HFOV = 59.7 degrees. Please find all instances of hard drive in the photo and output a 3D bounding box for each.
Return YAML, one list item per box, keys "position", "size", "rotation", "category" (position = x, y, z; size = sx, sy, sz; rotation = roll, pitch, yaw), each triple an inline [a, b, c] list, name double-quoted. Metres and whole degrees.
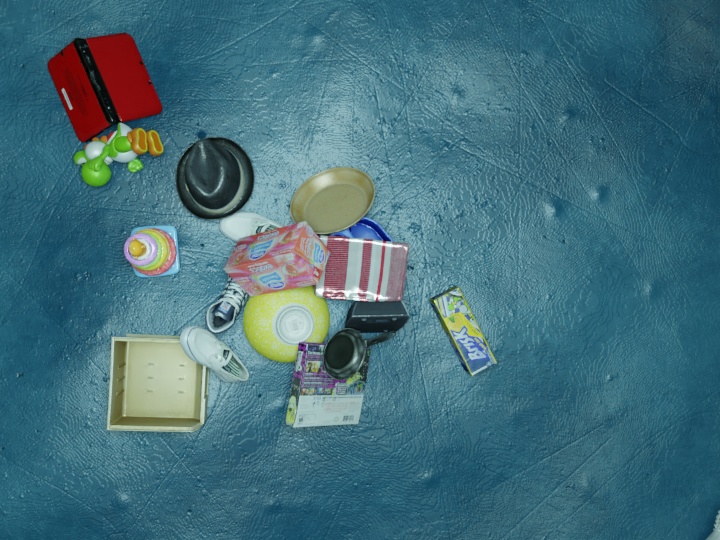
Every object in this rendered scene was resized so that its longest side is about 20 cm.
- position: [0.033, 0.105, 1.389]
  size: [0.134, 0.200, 0.042]
  rotation: [-1, 75, -5]
  category: "hard drive"

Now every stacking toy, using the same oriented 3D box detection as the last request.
- position: [-0.462, -0.043, 1.342]
  size: [0.109, 0.200, 0.116]
  rotation: [-5, 91, -5]
  category: "stacking toy"

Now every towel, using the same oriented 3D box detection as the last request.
- position: [0.000, 0.000, 1.374]
  size: [0.199, 0.023, 0.144]
  rotation: [6, 108, 1]
  category: "towel"

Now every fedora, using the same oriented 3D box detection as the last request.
- position: [-0.331, -0.217, 1.388]
  size: [0.200, 0.092, 0.201]
  rotation: [0, 78, 1]
  category: "fedora"

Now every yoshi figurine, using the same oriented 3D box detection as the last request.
- position: [-0.539, -0.242, 1.380]
  size: [0.199, 0.112, 0.113]
  rotation: [-12, 133, 20]
  category: "yoshi figurine"

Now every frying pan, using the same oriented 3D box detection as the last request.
- position: [-0.012, 0.158, 1.382]
  size: [0.190, 0.031, 0.115]
  rotation: [-43, 121, -24]
  category: "frying pan"

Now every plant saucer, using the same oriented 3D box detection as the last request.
- position: [-0.060, -0.151, 1.416]
  size: [0.200, 0.035, 0.201]
  rotation: [-9, 52, 12]
  category: "plant saucer"

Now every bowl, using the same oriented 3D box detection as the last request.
- position: [-0.155, 0.116, 1.396]
  size: [0.200, 0.108, 0.201]
  rotation: [-1, 94, -17]
  category: "bowl"

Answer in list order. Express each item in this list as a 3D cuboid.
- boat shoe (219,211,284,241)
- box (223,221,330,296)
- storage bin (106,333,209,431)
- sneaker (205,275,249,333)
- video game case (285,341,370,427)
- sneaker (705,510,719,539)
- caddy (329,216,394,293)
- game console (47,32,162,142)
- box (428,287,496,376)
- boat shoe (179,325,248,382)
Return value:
- position: [-0.221, -0.091, 1.422]
  size: [0.199, 0.067, 0.074]
  rotation: [10, 89, -5]
  category: "boat shoe"
- position: [-0.179, -0.021, 1.342]
  size: [0.103, 0.200, 0.095]
  rotation: [52, 43, -35]
  category: "box"
- position: [-0.444, 0.248, 1.397]
  size: [0.198, 0.094, 0.201]
  rotation: [3, 89, -4]
  category: "storage bin"
- position: [-0.285, 0.054, 1.403]
  size: [0.070, 0.108, 0.200]
  rotation: [26, 88, -5]
  category: "sneaker"
- position: [-0.068, 0.255, 1.400]
  size: [0.200, 0.036, 0.182]
  rotation: [10, 89, -45]
  category: "video game case"
- position: [0.895, 0.619, 1.528]
  size: [0.200, 0.073, 0.071]
  rotation: [-33, 83, -13]
  category: "sneaker"
- position: [0.014, -0.028, 1.429]
  size: [0.141, 0.105, 0.200]
  rotation: [-42, 93, -3]
  category: "caddy"
- position: [-0.581, -0.415, 1.425]
  size: [0.172, 0.119, 0.200]
  rotation: [-22, 91, 27]
  category: "game console"
- position: [0.239, 0.142, 1.470]
  size: [0.070, 0.064, 0.200]
  rotation: [-27, 92, -5]
  category: "box"
- position: [-0.310, 0.182, 1.370]
  size: [0.067, 0.200, 0.074]
  rotation: [0, 58, 27]
  category: "boat shoe"
